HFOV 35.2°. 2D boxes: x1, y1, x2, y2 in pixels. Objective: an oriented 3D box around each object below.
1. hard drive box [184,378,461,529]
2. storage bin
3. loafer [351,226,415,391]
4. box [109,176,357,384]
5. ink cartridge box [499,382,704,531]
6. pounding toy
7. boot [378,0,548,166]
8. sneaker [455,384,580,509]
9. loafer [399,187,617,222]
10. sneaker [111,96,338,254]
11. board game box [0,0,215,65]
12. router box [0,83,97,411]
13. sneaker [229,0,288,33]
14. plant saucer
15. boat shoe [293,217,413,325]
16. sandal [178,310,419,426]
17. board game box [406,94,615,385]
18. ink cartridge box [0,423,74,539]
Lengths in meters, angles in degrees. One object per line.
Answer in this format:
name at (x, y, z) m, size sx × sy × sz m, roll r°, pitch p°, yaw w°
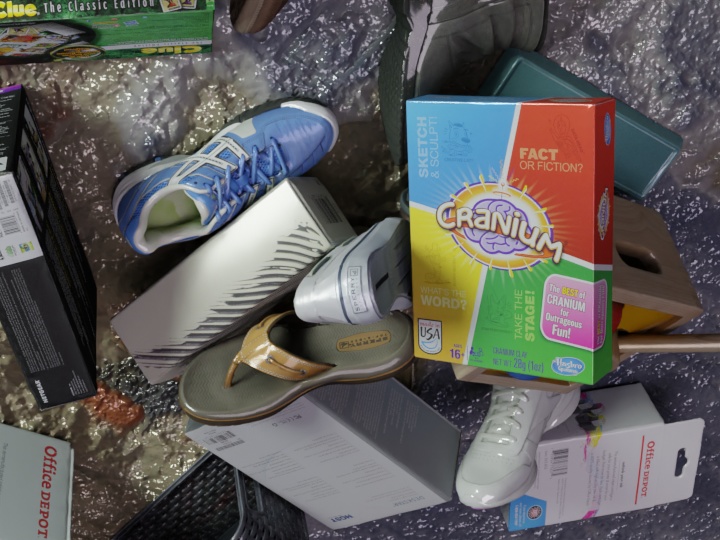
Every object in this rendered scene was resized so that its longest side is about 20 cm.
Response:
hard drive box at (-0.031, 0.147, 1.029) m, size 0.155 × 0.077 × 0.200 m, roll -23°, pitch 130°, yaw 38°
storage bin at (-0.151, 0.278, 1.086) m, size 0.200 × 0.136 × 0.094 m, roll -43°, pitch 121°, yaw 16°
loafer at (0.006, 0.058, 1.022) m, size 0.075 × 0.068 × 0.201 m, roll -17°, pitch 124°, yaw -1°
box at (-0.103, 0.008, 0.937) m, size 0.199 × 0.082 × 0.069 m, roll -37°, pitch 83°, yaw 18°
ink cartridge box at (0.238, 0.186, 1.156) m, size 0.198 × 0.068 × 0.116 m, roll -8°, pitch 124°, yaw -7°
pounding toy at (0.198, 0.033, 0.950) m, size 0.199 × 0.143 × 0.184 m, roll 12°, pitch 141°, yaw -43°
boot at (0.086, -0.175, 0.893) m, size 0.129 × 0.068 × 0.202 m, roll -4°, pitch 123°, yaw -14°
sneaker at (0.136, 0.133, 1.051) m, size 0.074 × 0.200 × 0.100 m, roll 1°, pitch 126°, yaw 35°
loafer at (0.128, -0.039, 0.988) m, size 0.198 × 0.072 × 0.063 m, roll -2°, pitch 129°, yaw -14°
sneaker at (-0.104, -0.070, 0.909) m, size 0.199 × 0.077 × 0.076 m, roll -28°, pitch 122°, yaw 4°
board game box at (-0.204, -0.173, 0.811) m, size 0.198 × 0.105 × 0.024 m, roll -6°, pitch 83°, yaw -10°
router box at (-0.251, -0.019, 0.865) m, size 0.051 × 0.150 × 0.202 m, roll -14°, pitch 124°, yaw -4°
sneaker at (-0.025, -0.249, 0.815) m, size 0.075 × 0.071 × 0.201 m, roll 20°, pitch 117°, yaw -24°
plant saucer at (0.190, -0.122, 0.978) m, size 0.199 × 0.019 × 0.070 m, roll 23°, pitch 115°, yaw -26°
boat shoe at (0.000, 0.000, 0.880) m, size 0.066 × 0.200 × 0.074 m, roll -8°, pitch 92°, yaw 15°
sandal at (-0.050, 0.065, 0.899) m, size 0.198 × 0.082 × 0.055 m, roll -12°, pitch 139°, yaw 3°
board game box at (0.110, -0.027, 0.842) m, size 0.152 × 0.040 × 0.202 m, roll 6°, pitch 106°, yaw 32°
ink cartridge box at (-0.359, 0.199, 0.983) m, size 0.198 × 0.146 × 0.083 m, roll 21°, pitch 117°, yaw -24°
